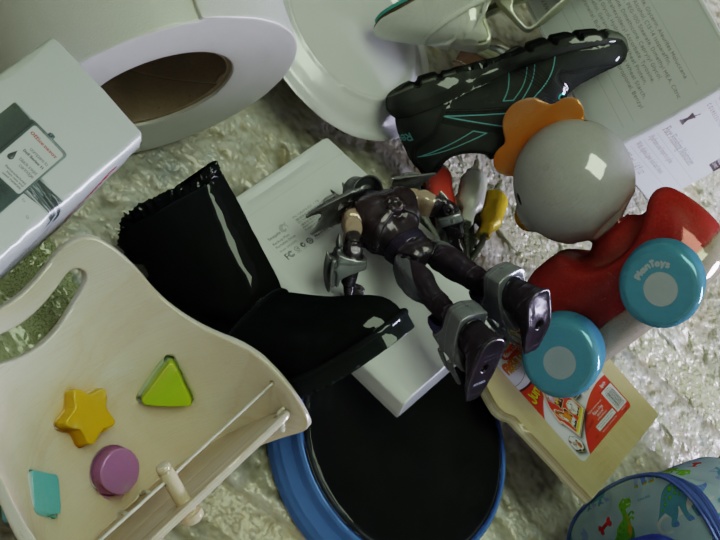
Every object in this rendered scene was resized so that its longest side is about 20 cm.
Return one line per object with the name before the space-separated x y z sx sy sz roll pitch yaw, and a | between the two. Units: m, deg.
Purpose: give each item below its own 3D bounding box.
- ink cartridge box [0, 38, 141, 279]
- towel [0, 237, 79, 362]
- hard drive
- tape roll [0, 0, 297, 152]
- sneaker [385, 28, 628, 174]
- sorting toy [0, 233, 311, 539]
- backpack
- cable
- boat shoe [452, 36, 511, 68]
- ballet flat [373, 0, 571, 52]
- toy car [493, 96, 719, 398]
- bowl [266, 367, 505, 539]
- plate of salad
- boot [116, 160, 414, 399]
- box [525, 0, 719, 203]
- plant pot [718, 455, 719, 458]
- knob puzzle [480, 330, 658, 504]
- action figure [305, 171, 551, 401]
ink cartridge box | -0.236 -0.026 0.772 0.083 0.146 0.200 48 48 -7
towel | -0.240 0.030 0.862 0.148 0.036 0.202 -28 86 -41
hard drive | 0.000 0.000 1.004 0.200 0.027 0.131 43 54 15
tape roll | -0.157 -0.180 0.914 0.201 0.202 0.141 -12 75 -38
sneaker | 0.122 -0.138 1.086 0.075 0.197 0.080 -79 151 -78
sorting toy | -0.160 0.082 0.817 0.200 0.106 0.182 -41 108 -35
backpack | 0.237 0.249 1.003 0.145 0.183 0.202 -5 67 -37
cable | 0.078 -0.020 1.073 0.096 0.051 0.202 21 38 -18
boat shoe | 0.145 -0.129 1.197 0.199 0.076 0.072 36 89 -29
ballet flat | 0.108 -0.216 1.093 0.198 0.069 0.070 -25 82 1
toy car | 0.165 -0.037 1.051 0.201 0.176 0.184 53 23 3
bowl | 0.025 0.127 1.003 0.198 0.039 0.203 15 61 -29
plate of salad | -0.020 -0.195 1.117 0.199 0.048 0.203 24 54 -36
boot | -0.070 0.005 0.896 0.073 0.197 0.164 -31 94 -43
box | 0.248 -0.191 1.186 0.198 0.130 0.202 23 41 -64
plant pot | 0.349 0.223 1.106 0.199 0.201 0.185 -28 75 -40
knob puzzle | 0.139 0.081 1.096 0.218 0.030 0.221 29 35 -22
action figure | 0.042 -0.005 0.963 0.129 0.070 0.200 -27 52 -25
